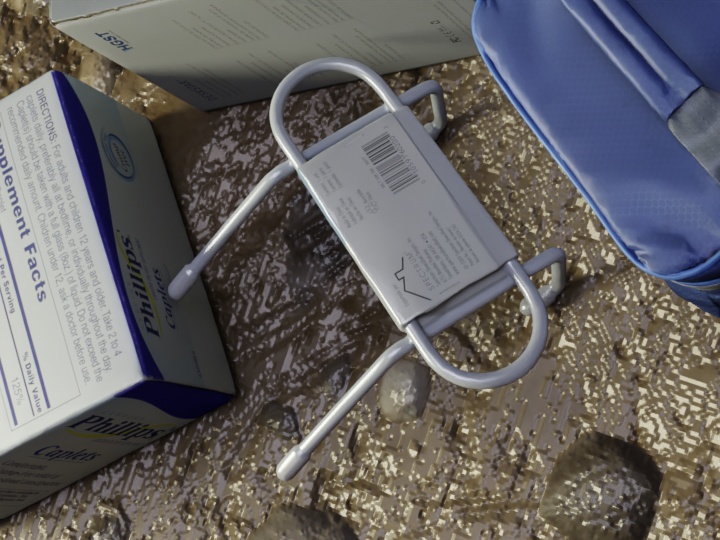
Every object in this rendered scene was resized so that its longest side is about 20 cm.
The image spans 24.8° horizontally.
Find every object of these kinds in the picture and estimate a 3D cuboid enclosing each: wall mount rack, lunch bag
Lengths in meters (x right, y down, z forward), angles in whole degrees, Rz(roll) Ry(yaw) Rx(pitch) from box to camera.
[{"bbox_3d":[0.000,0.000,0.816,0.173,0.075,0.201,-31,66,-8],"label":"wall mount rack"},{"bbox_3d":[0.147,-0.090,0.753,0.136,0.132,0.201,-40,66,12],"label":"lunch bag"}]

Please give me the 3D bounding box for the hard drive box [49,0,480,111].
[{"bbox_3d":[-0.035,-0.154,0.839,0.198,0.156,0.078,-9,75,22],"label":"hard drive box"}]

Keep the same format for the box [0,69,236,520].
[{"bbox_3d":[-0.194,0.024,0.905,0.199,0.105,0.186,-27,69,19],"label":"box"}]
